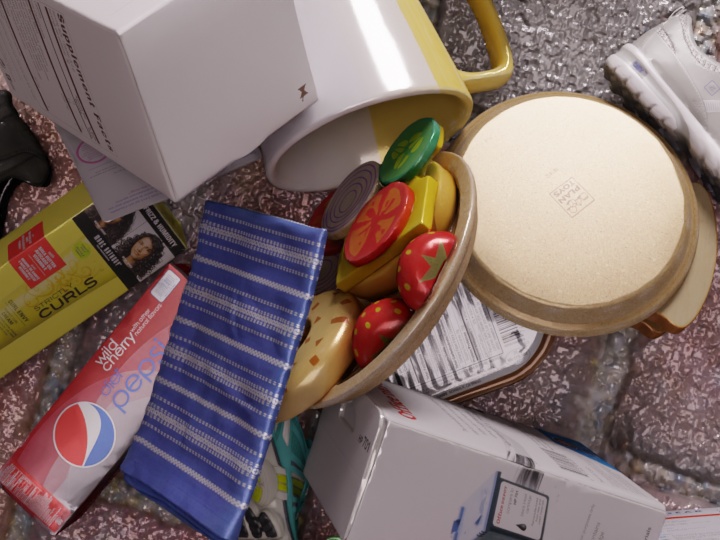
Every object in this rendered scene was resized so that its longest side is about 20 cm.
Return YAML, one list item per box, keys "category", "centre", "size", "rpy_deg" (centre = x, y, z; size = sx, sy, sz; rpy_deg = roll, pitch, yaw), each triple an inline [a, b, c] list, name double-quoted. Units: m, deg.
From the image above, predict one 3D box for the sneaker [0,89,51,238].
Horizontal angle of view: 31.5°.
- category: "sneaker"
  centre: [-0.312, -0.040, 0.928]
  size: [0.199, 0.076, 0.091]
  rpy_deg: [-39, 95, 5]

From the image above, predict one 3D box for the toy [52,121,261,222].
- category: "toy"
  centre: [-0.159, -0.114, 0.896]
  size: [0.114, 0.047, 0.201]
  rpy_deg: [-24, 59, -14]

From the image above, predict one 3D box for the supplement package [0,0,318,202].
- category: "supplement package"
  centre: [-0.140, -0.154, 0.790]
  size: [0.121, 0.121, 0.199]
  rpy_deg: [-38, 47, -25]

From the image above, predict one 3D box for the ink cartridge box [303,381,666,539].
- category: "ink cartridge box"
  centre: [0.075, 0.143, 0.838]
  size: [0.197, 0.146, 0.087]
  rpy_deg: [18, 95, -15]

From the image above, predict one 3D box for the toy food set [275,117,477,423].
- category: "toy food set"
  centre: [0.000, 0.000, 0.833]
  size: [0.048, 0.200, 0.199]
  rpy_deg: [35, 130, -23]

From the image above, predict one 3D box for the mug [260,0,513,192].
- category: "mug"
  centre: [-0.005, -0.155, 0.891]
  size: [0.148, 0.185, 0.155]
  rpy_deg: [-30, 73, 35]

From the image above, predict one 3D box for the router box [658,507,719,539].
- category: "router box"
  centre: [0.283, 0.193, 0.836]
  size: [0.196, 0.179, 0.050]
  rpy_deg: [-5, 90, 4]

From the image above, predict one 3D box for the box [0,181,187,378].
- category: "box"
  centre: [-0.226, 0.004, 0.919]
  size: [0.198, 0.050, 0.076]
  rpy_deg: [-33, 119, 2]

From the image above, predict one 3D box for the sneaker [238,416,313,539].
- category: "sneaker"
  centre: [-0.058, 0.154, 0.906]
  size: [0.077, 0.079, 0.204]
  rpy_deg: [8, 110, 42]

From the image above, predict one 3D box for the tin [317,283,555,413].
- category: "tin"
  centre: [0.048, 0.045, 0.922]
  size: [0.197, 0.042, 0.114]
  rpy_deg: [-21, 84, 3]

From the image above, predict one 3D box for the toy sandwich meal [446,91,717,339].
- category: "toy sandwich meal"
  centre: [0.147, -0.033, 0.886]
  size: [0.201, 0.071, 0.208]
  rpy_deg: [1, 65, -1]

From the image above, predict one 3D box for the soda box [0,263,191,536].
- category: "soda box"
  centre: [-0.171, 0.090, 0.917]
  size: [0.063, 0.070, 0.201]
  rpy_deg: [40, 91, 2]

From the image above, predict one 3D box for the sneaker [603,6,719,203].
- category: "sneaker"
  centre: [0.264, -0.099, 0.889]
  size: [0.082, 0.075, 0.200]
  rpy_deg: [-44, 87, 3]

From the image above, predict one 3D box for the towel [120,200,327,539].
- category: "towel"
  centre: [-0.091, 0.059, 0.819]
  size: [0.024, 0.144, 0.203]
  rpy_deg: [17, 90, -37]

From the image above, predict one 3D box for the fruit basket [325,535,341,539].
- category: "fruit basket"
  centre: [0.033, 0.229, 0.779]
  size: [0.182, 0.200, 0.095]
  rpy_deg: [14, 88, -8]
